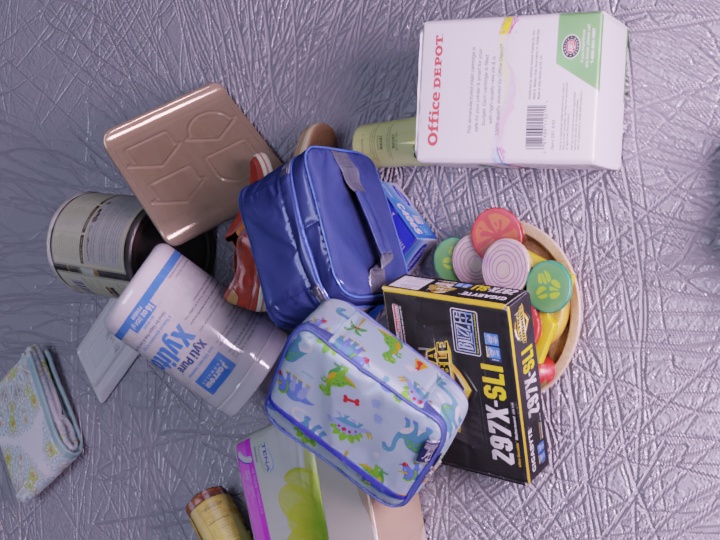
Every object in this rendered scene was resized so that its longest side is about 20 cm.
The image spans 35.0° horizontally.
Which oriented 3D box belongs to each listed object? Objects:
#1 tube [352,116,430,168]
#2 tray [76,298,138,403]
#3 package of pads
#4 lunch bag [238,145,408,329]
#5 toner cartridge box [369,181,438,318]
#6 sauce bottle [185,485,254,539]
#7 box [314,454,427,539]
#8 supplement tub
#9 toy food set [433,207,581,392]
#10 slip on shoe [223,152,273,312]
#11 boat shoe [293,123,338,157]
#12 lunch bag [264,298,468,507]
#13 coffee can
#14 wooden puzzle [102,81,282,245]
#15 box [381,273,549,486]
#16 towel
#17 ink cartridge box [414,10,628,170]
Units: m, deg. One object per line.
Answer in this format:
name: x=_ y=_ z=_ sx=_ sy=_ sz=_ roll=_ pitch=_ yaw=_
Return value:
tube: x=0.082 y=-0.148 z=1.284 sx=0.198 sy=0.052 sz=0.058 roll=-1 pitch=132 yaw=36
tray: x=-0.367 y=0.096 z=1.700 sx=0.200 sy=0.022 sz=0.108 roll=-50 pitch=59 yaw=29
package of pads: x=-0.069 y=0.278 z=1.393 sx=0.154 sy=0.068 sz=0.203 roll=-28 pitch=71 yaw=39
lunch bag: x=-0.033 y=-0.031 z=1.265 sx=0.132 sy=0.135 sz=0.203 roll=-28 pitch=74 yaw=38
toner cartridge box: x=0.000 y=0.000 z=1.355 sx=0.201 sy=0.043 sz=0.095 roll=-51 pitch=59 yaw=29
sauce bottle: x=-0.158 y=0.376 z=1.474 sx=0.066 sy=0.066 sz=0.201 roll=-49 pitch=60 yaw=29
box: x=0.008 y=0.240 z=1.308 sx=0.077 sy=0.094 sz=0.203 roll=-19 pitch=78 yaw=39
supplement tub: x=-0.204 y=0.073 z=1.419 sx=0.199 sy=0.132 sz=0.132 roll=36 pitch=119 yaw=-7
toy food set: x=0.147 y=0.040 z=1.217 sx=0.199 sy=0.048 sz=0.201 roll=30 pitch=108 yaw=39
slip on shoe: x=-0.134 y=-0.050 z=1.397 sx=0.074 sy=0.060 sz=0.203 roll=122 pitch=152 yaw=-72
boat shoe: x=-0.077 y=-0.084 z=1.409 sx=0.064 sy=0.071 sz=0.203 roll=19 pitch=102 yaw=40
lunch bag: x=0.003 y=0.143 z=1.193 sx=0.199 sy=0.082 sz=0.162 roll=36 pitch=130 yaw=9
coffee can: x=-0.318 y=-0.032 z=1.576 sx=0.198 sy=0.145 sz=0.149 roll=8 pitch=94 yaw=42
wooden puzzle: x=-0.214 y=-0.136 z=1.492 sx=0.201 sy=0.184 sz=0.047 roll=53 pitch=161 yaw=27
box: x=0.109 y=0.111 z=1.190 sx=0.158 sy=0.049 sz=0.203 roll=7 pitch=116 yaw=38
towel: x=-0.520 y=0.242 z=1.821 sx=0.171 sy=0.048 sz=0.202 roll=-43 pitch=62 yaw=36
ink cartridge box: x=0.162 y=-0.179 z=1.165 sx=0.197 sy=0.084 sz=0.147 roll=4 pitch=92 yaw=32
